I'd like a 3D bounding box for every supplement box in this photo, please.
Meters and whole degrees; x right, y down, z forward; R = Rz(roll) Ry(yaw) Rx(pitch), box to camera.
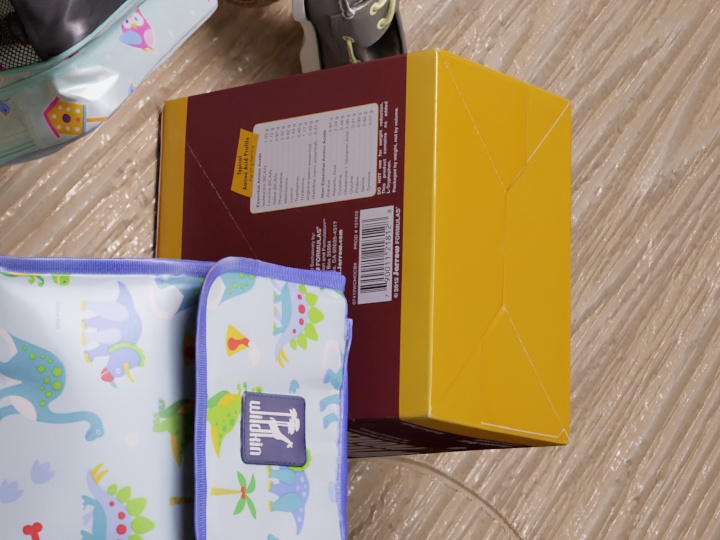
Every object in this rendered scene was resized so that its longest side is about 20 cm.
[{"bbox_3d":[0.000,0.000,1.260,0.132,0.199,0.199,14,73,-50],"label":"supplement box"}]

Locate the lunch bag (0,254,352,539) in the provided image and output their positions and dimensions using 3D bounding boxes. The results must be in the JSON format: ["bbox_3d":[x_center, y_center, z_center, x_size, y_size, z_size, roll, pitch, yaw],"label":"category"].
[{"bbox_3d":[-0.101,0.082,1.127,0.199,0.127,0.171,3,83,-18],"label":"lunch bag"}]

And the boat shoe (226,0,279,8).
[{"bbox_3d":[-0.117,-0.211,1.258,0.200,0.073,0.063,45,58,-25],"label":"boat shoe"}]

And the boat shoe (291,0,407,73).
[{"bbox_3d":[-0.005,-0.162,1.311,0.202,0.060,0.073,80,21,-71],"label":"boat shoe"}]

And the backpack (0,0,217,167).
[{"bbox_3d":[-0.178,-0.136,1.066,0.176,0.199,0.154,-56,133,-48],"label":"backpack"}]
